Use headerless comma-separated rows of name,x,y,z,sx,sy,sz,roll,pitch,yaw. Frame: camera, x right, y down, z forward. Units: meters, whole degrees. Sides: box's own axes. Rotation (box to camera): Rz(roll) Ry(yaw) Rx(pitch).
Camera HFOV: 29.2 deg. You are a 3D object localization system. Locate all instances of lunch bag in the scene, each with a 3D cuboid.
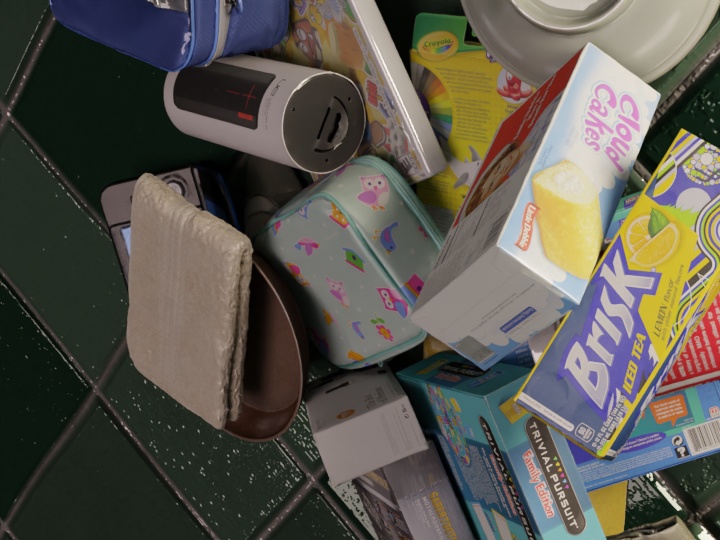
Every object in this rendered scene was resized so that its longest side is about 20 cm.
lunch bag,0.000,0.000,1.138,0.161,0.077,0.200,52,154,-5
lunch bag,-0.154,-0.238,1.089,0.199,0.132,0.137,24,124,36

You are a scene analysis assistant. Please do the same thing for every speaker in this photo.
speaker,-0.082,-0.134,1.137,0.200,0.081,0.082,22,124,52

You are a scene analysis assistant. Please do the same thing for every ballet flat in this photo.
ballet flat,-0.071,-0.009,1.240,0.067,0.064,0.201,-6,106,38

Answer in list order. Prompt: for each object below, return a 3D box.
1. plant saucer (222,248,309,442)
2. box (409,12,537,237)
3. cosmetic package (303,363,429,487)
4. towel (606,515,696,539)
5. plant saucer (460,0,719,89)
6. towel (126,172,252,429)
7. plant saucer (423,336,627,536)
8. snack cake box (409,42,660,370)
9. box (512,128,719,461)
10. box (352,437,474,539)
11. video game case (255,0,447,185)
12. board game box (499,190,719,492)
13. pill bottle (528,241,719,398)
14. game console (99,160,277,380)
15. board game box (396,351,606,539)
plant saucer,-0.110,0.051,1.205,0.200,0.034,0.201,25,127,37
box,0.098,-0.101,1.078,0.117,0.048,0.201,13,120,34
cosmetic package,-0.002,0.120,1.152,0.082,0.200,0.051,-24,98,-3
towel,0.233,0.300,1.134,0.192,0.035,0.200,-27,105,42
plant saucer,0.150,-0.218,0.949,0.199,0.050,0.201,5,101,26
towel,-0.146,0.029,1.182,0.132,0.034,0.201,31,129,31
plant saucer,0.126,0.136,1.161,0.199,0.048,0.201,16,119,33
snack cake box,0.118,-0.044,0.924,0.067,0.200,0.115,34,144,-9
box,0.179,0.018,0.866,0.070,0.064,0.201,32,91,19
box,0.046,0.214,1.188,0.159,0.048,0.200,67,168,-5
video game case,-0.021,-0.153,1.124,0.182,0.023,0.201,-16,100,62
board game box,0.180,0.059,1.043,0.151,0.045,0.201,-19,99,15
pill bottle,0.216,0.025,0.946,0.199,0.112,0.113,-18,100,13
game console,-0.159,0.010,1.274,0.170,0.118,0.201,-11,103,17
board game box,0.105,0.145,1.052,0.152,0.047,0.200,67,165,-7
